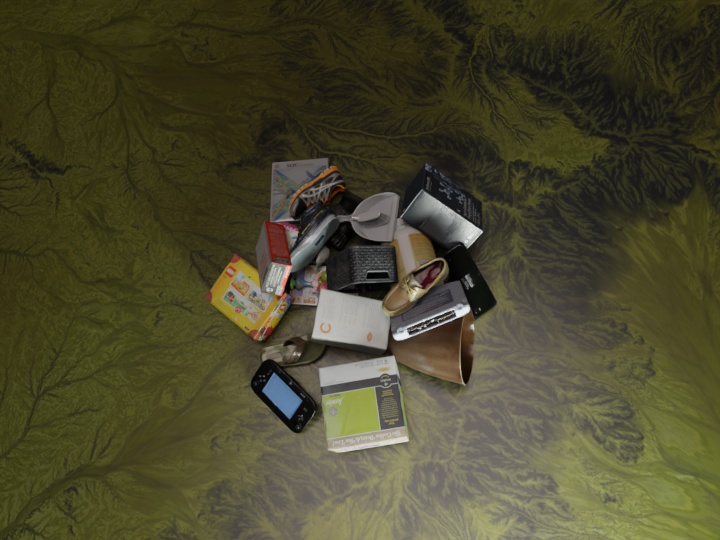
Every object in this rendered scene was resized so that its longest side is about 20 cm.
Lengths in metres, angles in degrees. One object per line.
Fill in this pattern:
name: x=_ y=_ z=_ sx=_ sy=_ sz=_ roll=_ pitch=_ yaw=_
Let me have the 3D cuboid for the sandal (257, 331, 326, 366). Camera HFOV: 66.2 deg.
sandal: x=-0.184 y=0.218 z=1.488 sx=0.196 sy=0.058 sz=0.082 roll=-18 pitch=69 yaw=1

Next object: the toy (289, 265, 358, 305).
toy: x=-0.103 y=0.038 z=1.546 sx=0.194 sy=0.047 sz=0.118 roll=2 pitch=73 yaw=9

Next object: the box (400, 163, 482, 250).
box: x=0.218 y=-0.162 z=1.473 sx=0.197 sy=0.107 sz=0.150 roll=31 pitch=37 yaw=-12

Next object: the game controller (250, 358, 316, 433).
game controller: x=-0.202 y=0.327 z=1.449 sx=0.199 sy=0.042 sz=0.105 roll=40 pitch=111 yaw=18

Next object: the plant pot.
plant pot: x=0.177 y=0.183 z=1.405 sx=0.195 sy=0.187 sz=0.192 roll=2 pitch=70 yaw=23

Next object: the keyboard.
keyboard: x=0.273 y=0.032 z=1.469 sx=0.103 sy=0.040 sz=0.202 roll=-32 pitch=101 yaw=2

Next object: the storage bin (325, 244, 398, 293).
storage bin: x=0.000 y=0.000 z=1.444 sx=0.132 sy=0.199 sz=0.096 roll=-1 pitch=81 yaw=-26

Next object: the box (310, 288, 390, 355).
box: x=-0.024 y=0.137 z=1.452 sx=0.195 sy=0.098 sz=0.128 roll=12 pitch=72 yaw=-4

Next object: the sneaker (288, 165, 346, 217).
sneaker: x=-0.125 y=-0.216 z=1.602 sx=0.199 sy=0.078 sz=0.078 roll=-41 pitch=79 yaw=-7

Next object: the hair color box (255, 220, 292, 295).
hair color box: x=-0.238 y=-0.036 z=1.495 sx=0.060 sy=0.103 sz=0.202 roll=11 pitch=33 yaw=-22

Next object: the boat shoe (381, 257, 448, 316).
boat shoe: x=0.131 y=0.033 z=1.352 sx=0.199 sy=0.067 sz=0.074 roll=-40 pitch=70 yaw=-7

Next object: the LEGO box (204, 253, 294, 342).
LEGO box: x=-0.307 y=0.076 z=1.534 sx=0.198 sy=0.077 sz=0.150 roll=35 pitch=86 yaw=18

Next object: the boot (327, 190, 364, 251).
boot: x=-0.014 y=-0.118 z=1.570 sx=0.209 sy=0.080 sz=0.159 roll=30 pitch=70 yaw=27

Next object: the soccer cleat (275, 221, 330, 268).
soccer cleat: x=-0.182 y=-0.073 z=1.575 sx=0.196 sy=0.071 sz=0.087 roll=24 pitch=52 yaw=13

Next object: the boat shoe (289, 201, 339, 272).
boat shoe: x=-0.149 y=-0.092 z=1.519 sx=0.200 sy=0.071 sz=0.091 roll=-46 pitch=58 yaw=-1

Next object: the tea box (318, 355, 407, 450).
tea box: x=0.010 y=0.337 z=1.381 sx=0.195 sy=0.134 sz=0.202 roll=-9 pitch=69 yaw=4

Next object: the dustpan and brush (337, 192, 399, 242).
dustpan and brush: x=0.004 y=-0.140 z=1.499 sx=0.197 sy=0.057 sz=0.143 roll=-7 pitch=65 yaw=39

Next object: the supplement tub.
supplement tub: x=0.133 y=-0.026 z=1.486 sx=0.141 sy=0.145 sz=0.205 roll=-14 pitch=69 yaw=2

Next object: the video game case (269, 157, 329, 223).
video game case: x=-0.182 y=-0.240 z=1.667 sx=0.177 sy=0.022 sz=0.205 roll=-4 pitch=71 yaw=6

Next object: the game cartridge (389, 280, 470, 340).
game cartridge: x=0.167 y=0.095 z=1.363 sx=0.196 sy=0.041 sz=0.134 roll=-23 pitch=27 yaw=10
